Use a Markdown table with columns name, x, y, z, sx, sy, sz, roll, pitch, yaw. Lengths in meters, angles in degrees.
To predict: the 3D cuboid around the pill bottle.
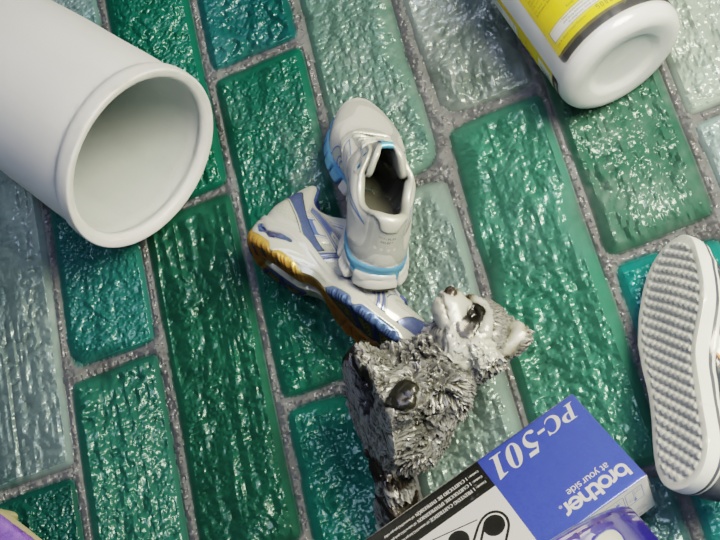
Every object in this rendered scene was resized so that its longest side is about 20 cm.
| name | x | y | z | sx | sy | sz | roll | pitch | yaw |
| --- | --- | --- | --- | --- | --- | --- | --- | --- | --- |
| pill bottle | 0.167 | -0.243 | 0.904 | 0.111 | 0.112 | 0.201 | -32 | 66 | 6 |

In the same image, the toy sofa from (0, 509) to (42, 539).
| name | x | y | z | sx | sy | sz | roll | pitch | yaw |
| --- | --- | --- | --- | --- | --- | --- | --- | --- | --- |
| toy sofa | -0.272 | 0.277 | 0.896 | 0.198 | 0.098 | 0.084 | 28 | 83 | 25 |

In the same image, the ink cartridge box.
| name | x | y | z | sx | sy | sz | roll | pitch | yaw |
| --- | --- | --- | --- | --- | --- | --- | --- | --- | --- |
| ink cartridge box | 0.105 | 0.185 | 0.790 | 0.199 | 0.044 | 0.094 | -34 | 43 | -6 |

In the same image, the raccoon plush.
| name | x | y | z | sx | sy | sz | roll | pitch | yaw |
| --- | --- | --- | --- | --- | --- | --- | --- | --- | --- |
| raccoon plush | 0.062 | 0.107 | 0.839 | 0.132 | 0.202 | 0.097 | -17 | 40 | -21 |

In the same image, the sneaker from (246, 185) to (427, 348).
| name | x | y | z | sx | sy | sz | roll | pitch | yaw |
| --- | --- | --- | --- | --- | --- | --- | --- | --- | --- |
| sneaker | 0.000 | 0.000 | 0.906 | 0.199 | 0.076 | 0.088 | 37 | 69 | 16 |

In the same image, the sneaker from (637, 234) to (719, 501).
| name | x | y | z | sx | sy | sz | roll | pitch | yaw |
| --- | --- | --- | --- | --- | --- | --- | --- | --- | --- |
| sneaker | 0.255 | 0.073 | 0.795 | 0.078 | 0.078 | 0.202 | 18 | 58 | -20 |

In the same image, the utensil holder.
| name | x | y | z | sx | sy | sz | roll | pitch | yaw |
| --- | --- | --- | --- | --- | --- | --- | --- | --- | --- |
| utensil holder | -0.262 | -0.142 | 0.990 | 0.199 | 0.170 | 0.171 | 31 | 85 | 26 |

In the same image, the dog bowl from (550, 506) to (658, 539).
| name | x | y | z | sx | sy | sz | roll | pitch | yaw |
| --- | --- | --- | --- | --- | --- | --- | --- | --- | --- |
| dog bowl | 0.125 | 0.247 | 0.712 | 0.199 | 0.200 | 0.079 | -38 | 62 | 3 |

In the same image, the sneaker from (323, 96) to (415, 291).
| name | x | y | z | sx | sy | sz | roll | pitch | yaw |
| --- | --- | --- | --- | --- | --- | --- | --- | --- | --- |
| sneaker | 0.016 | -0.085 | 0.892 | 0.074 | 0.087 | 0.202 | 2 | 48 | -13 |
